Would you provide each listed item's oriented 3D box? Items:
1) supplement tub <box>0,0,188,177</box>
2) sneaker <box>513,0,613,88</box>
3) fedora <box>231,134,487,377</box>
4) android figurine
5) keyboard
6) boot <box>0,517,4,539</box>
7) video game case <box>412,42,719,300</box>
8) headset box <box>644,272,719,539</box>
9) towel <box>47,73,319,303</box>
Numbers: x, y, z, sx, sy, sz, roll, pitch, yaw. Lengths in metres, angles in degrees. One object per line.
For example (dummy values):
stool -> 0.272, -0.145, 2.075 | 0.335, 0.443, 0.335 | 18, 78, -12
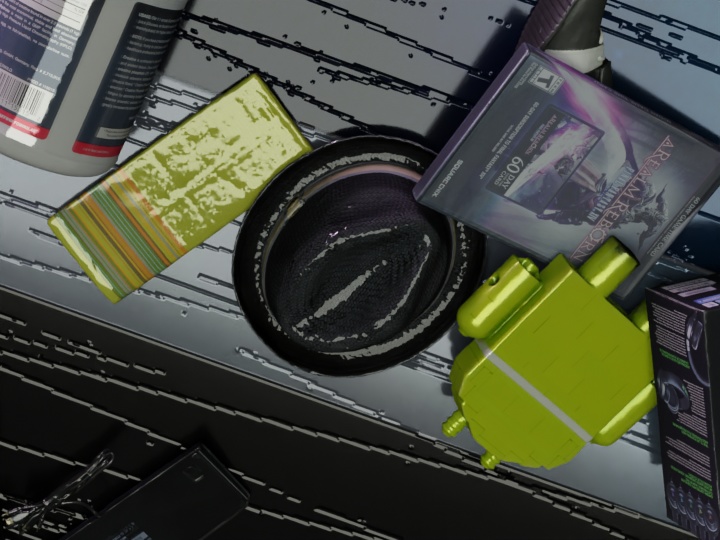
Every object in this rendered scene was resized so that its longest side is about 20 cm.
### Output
supplement tub -> -0.207, -0.181, 1.580 | 0.140, 0.140, 0.200 | 25, 103, -4
sneaker -> 0.155, -0.140, 1.619 | 0.088, 0.074, 0.200 | 20, 114, -11
fedora -> 0.000, 0.000, 1.639 | 0.200, 0.092, 0.201 | 0, 107, 0
android figurine -> 0.149, 0.070, 1.659 | 0.182, 0.041, 0.200 | 38, 102, -27
keyboard -> -0.199, 0.197, 1.726 | 0.200, 0.021, 0.127 | -35, 122, 9
boot -> -0.379, 0.170, 1.710 | 0.174, 0.069, 0.200 | -9, 106, 3
video game case -> 0.158, -0.069, 1.612 | 0.200, 0.019, 0.143 | 25, 117, -25
headset box -> 0.316, 0.100, 1.634 | 0.174, 0.093, 0.200 | -11, 105, -18
towel -> -0.136, -0.062, 1.674 | 0.200, 0.018, 0.086 | -35, 106, 9
